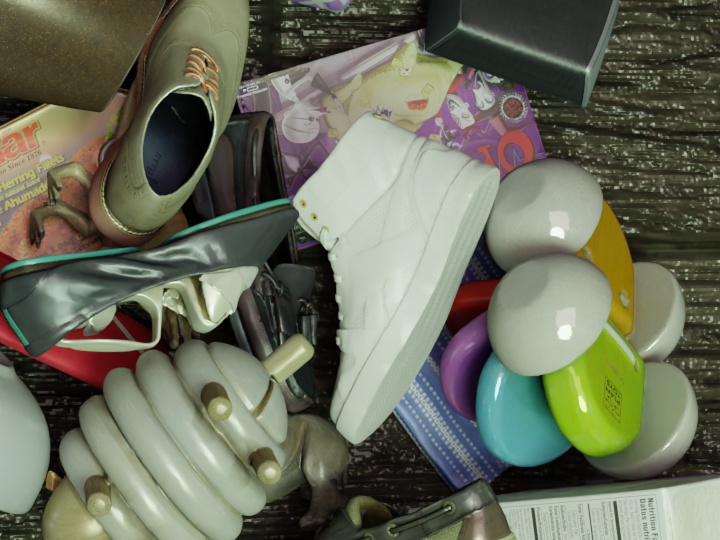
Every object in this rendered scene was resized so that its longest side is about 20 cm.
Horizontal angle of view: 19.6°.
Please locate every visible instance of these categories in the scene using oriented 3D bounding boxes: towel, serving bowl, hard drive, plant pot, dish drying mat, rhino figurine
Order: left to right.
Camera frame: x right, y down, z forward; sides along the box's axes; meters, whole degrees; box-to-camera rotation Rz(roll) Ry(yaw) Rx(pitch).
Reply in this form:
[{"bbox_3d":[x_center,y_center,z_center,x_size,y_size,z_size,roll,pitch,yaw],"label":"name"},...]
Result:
[{"bbox_3d":[-0.260,0.059,1.235,0.199,0.200,0.066,36,90,-8],"label":"serving bowl"},{"bbox_3d":[-0.225,-0.186,1.284,0.199,0.187,0.188,30,79,-13],"label":"plant pot"},{"bbox_3d":[-0.194,0.029,1.287,0.018,0.077,0.199,-41,131,23],"label":"dish drying mat"},{"bbox_3d":[-0.097,0.129,1.344,0.198,0.060,0.088,4,62,-13],"label":"rhino figurine"},{"bbox_3d":[0.104,0.043,1.423,0.199,0.024,0.145,-38,93,-14],"label":"towel"},{"bbox_3d":[0.124,-0.225,1.427,0.134,0.042,0.202,18,69,-11],"label":"hard drive"}]

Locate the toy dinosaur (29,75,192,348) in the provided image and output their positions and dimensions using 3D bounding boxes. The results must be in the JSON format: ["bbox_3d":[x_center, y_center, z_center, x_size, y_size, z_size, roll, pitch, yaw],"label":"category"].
[{"bbox_3d":[-0.156,-0.039,1.324,0.100,0.058,0.202,-2,75,-31],"label":"toy dinosaur"}]

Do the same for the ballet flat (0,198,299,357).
[{"bbox_3d":[-0.121,0.010,1.254,0.199,0.073,0.074,-15,88,-27],"label":"ballet flat"}]

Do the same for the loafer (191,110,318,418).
[{"bbox_3d":[-0.059,-0.007,1.342,0.063,0.072,0.202,-21,81,13],"label":"loafer"}]

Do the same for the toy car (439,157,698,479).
[{"bbox_3d":[0.119,0.043,1.337,0.175,0.149,0.201,47,30,-37],"label":"toy car"}]

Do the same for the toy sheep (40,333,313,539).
[{"bbox_3d":[-0.107,0.108,1.246,0.199,0.138,0.138,-34,93,-2],"label":"toy sheep"}]

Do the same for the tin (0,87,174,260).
[{"bbox_3d":[-0.208,-0.043,1.347,0.199,0.042,0.113,-28,96,-15],"label":"tin"}]

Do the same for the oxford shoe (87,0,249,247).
[{"bbox_3d":[-0.103,-0.109,1.299,0.070,0.074,0.201,28,61,-22],"label":"oxford shoe"}]

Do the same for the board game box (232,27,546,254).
[{"bbox_3d":[0.020,-0.095,1.414,0.198,0.032,0.121,-18,93,-15],"label":"board game box"}]

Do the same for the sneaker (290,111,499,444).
[{"bbox_3d":[0.000,0.000,1.322,0.115,0.074,0.201,28,106,17],"label":"sneaker"}]

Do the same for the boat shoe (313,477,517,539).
[{"bbox_3d":[0.007,0.171,1.289,0.199,0.073,0.065,-15,87,27],"label":"boat shoe"}]

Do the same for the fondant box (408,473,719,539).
[{"bbox_3d":[0.151,0.164,1.310,0.144,0.199,0.059,-1,84,-49],"label":"fondant box"}]

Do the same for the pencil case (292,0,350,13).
[{"bbox_3d":[-0.085,-0.233,1.370,0.198,0.084,0.086,13,86,-11],"label":"pencil case"}]
